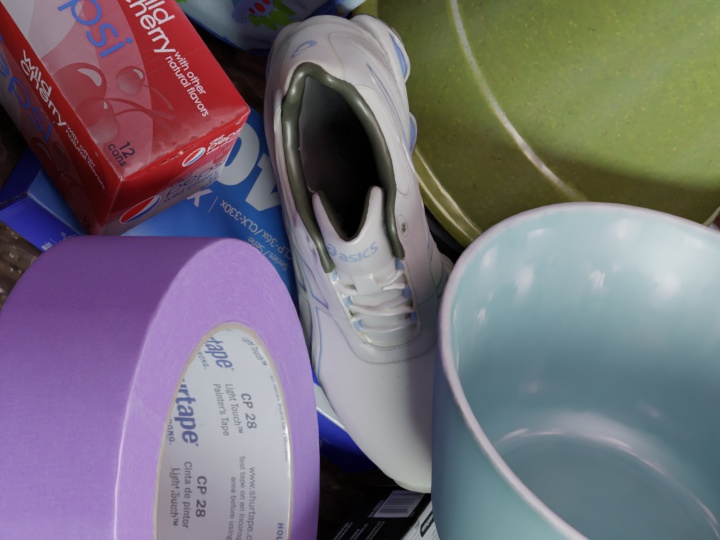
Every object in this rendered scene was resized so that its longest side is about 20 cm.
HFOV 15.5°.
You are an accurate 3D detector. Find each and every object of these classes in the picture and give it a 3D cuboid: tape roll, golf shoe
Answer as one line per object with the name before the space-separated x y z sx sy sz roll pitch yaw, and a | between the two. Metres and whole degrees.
tape roll | -0.079 0.087 1.002 0.200 0.065 0.202 0 90 -71
golf shoe | 0.000 0.000 1.047 0.078 0.097 0.201 -16 98 10

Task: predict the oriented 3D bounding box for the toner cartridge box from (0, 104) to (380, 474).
toner cartridge box | -0.049 -0.008 1.117 0.200 0.043 0.095 37 66 -19

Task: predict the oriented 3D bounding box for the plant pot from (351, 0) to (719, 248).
plant pot | 0.130 -0.111 1.110 0.199 0.190 0.201 26 46 -30

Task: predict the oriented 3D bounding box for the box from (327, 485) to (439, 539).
box | -0.007 0.177 1.036 0.200 0.034 0.111 -45 129 -58

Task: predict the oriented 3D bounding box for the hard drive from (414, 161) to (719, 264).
hard drive | 0.089 -0.016 1.176 0.200 0.033 0.140 40 41 -17

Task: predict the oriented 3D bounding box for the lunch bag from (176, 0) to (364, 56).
lunch bag | -0.046 -0.171 1.058 0.161 0.200 0.083 39 68 -10

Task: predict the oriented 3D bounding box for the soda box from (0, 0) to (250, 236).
soda box | -0.127 -0.115 1.044 0.063 0.070 0.201 -30 79 -24

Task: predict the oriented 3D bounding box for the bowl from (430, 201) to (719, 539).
bowl | 0.106 0.080 1.014 0.199 0.105 0.202 13 42 -13
